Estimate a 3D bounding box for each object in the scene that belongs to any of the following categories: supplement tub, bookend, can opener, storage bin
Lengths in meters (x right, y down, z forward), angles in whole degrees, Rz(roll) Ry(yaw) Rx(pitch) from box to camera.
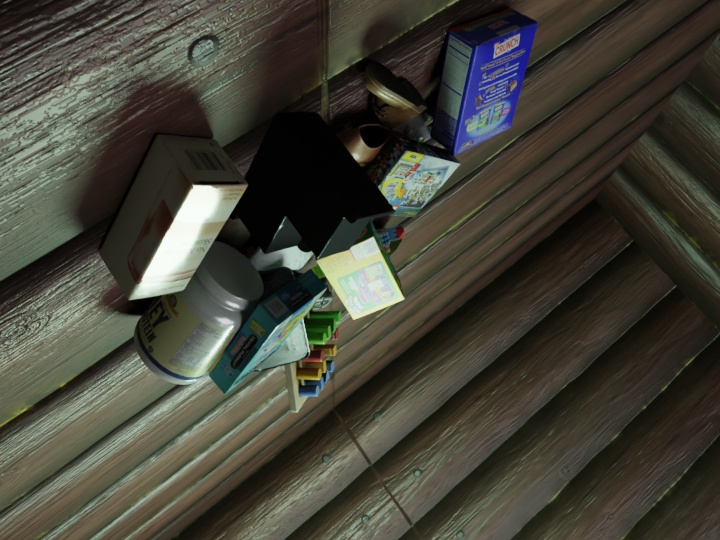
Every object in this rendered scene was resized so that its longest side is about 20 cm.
[{"bbox_3d":[-0.261,0.069,0.960,0.201,0.146,0.144,-47,161,21],"label":"supplement tub"},{"bbox_3d":[-0.080,-0.087,0.880,0.091,0.202,0.200,-17,151,-48],"label":"bookend"},{"bbox_3d":[0.131,-0.285,1.126,0.197,0.054,0.066,-34,-164,-18],"label":"can opener"},{"bbox_3d":[-0.180,0.102,1.169,0.130,0.096,0.203,-13,142,-7],"label":"storage bin"}]

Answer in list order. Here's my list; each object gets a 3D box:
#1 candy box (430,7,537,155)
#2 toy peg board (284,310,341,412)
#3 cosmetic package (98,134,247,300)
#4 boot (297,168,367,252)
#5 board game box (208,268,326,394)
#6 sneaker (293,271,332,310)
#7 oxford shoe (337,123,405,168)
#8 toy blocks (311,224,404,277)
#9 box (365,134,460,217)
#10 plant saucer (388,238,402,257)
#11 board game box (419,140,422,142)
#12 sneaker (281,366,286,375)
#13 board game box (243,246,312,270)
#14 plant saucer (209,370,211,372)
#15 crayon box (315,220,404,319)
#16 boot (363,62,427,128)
[{"bbox_3d":[0.215,-0.334,1.046,0.166,0.077,0.204,-28,144,-30],"label":"candy box"},{"bbox_3d":[-0.104,0.199,1.411,0.094,0.207,0.200,-2,-164,15],"label":"toy peg board"},{"bbox_3d":[-0.245,-0.066,0.768,0.201,0.088,0.102,-51,161,29],"label":"cosmetic package"},{"bbox_3d":[-0.034,-0.118,1.055,0.192,0.063,0.199,-69,161,6],"label":"boot"},{"bbox_3d":[-0.155,0.103,0.994,0.201,0.047,0.150,-51,173,35],"label":"board game box"},{"bbox_3d":[-0.160,0.052,1.273,0.193,0.082,0.076,-9,157,-22],"label":"sneaker"},{"bbox_3d":[0.034,-0.212,0.989,0.070,0.073,0.198,-28,178,36],"label":"oxford shoe"},{"bbox_3d":[0.007,-0.044,1.228,0.134,0.103,0.197,-6,-166,45],"label":"toy blocks"},{"bbox_3d":[0.080,-0.160,1.037,0.137,0.038,0.197,-48,156,27],"label":"box"},{"bbox_3d":[0.013,-0.026,1.395,0.198,0.031,0.201,-39,-169,9],"label":"plant saucer"},{"bbox_3d":[0.053,-0.161,1.173,0.201,0.029,0.135,-49,-174,29],"label":"board game box"},{"bbox_3d":[-0.191,0.200,1.546,0.080,0.116,0.200,-37,-168,3],"label":"sneaker"},{"bbox_3d":[-0.114,-0.079,1.119,0.200,0.026,0.198,-48,162,19],"label":"board game box"},{"bbox_3d":[-0.252,0.163,1.371,0.197,0.049,0.202,-22,155,-45],"label":"plant saucer"},{"bbox_3d":[0.000,0.000,1.136,0.115,0.059,0.202,-21,137,8],"label":"crayon box"},{"bbox_3d":[0.044,-0.268,0.939,0.075,0.075,0.199,-35,168,21],"label":"boot"}]
